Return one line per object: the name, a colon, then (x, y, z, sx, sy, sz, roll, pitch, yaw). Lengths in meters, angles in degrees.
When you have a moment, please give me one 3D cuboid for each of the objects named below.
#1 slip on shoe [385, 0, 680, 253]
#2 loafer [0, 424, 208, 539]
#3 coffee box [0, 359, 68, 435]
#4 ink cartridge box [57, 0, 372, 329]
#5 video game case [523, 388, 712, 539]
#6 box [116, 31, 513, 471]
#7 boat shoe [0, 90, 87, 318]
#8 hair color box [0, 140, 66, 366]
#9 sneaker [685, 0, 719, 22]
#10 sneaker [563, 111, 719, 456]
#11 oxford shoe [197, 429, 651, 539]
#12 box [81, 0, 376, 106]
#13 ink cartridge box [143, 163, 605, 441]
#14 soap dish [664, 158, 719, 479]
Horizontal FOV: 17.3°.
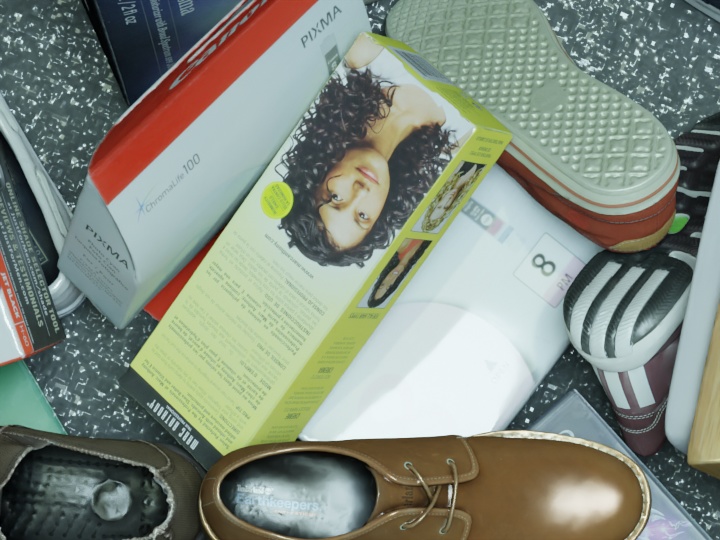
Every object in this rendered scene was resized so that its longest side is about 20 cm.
slip on shoe: (0.077, -0.074, 1.097, 0.074, 0.061, 0.200, -34, 49, -14)
loafer: (-0.164, 0.096, 1.044, 0.198, 0.071, 0.074, -3, 81, -2)
coffee box: (-0.158, 0.152, 1.095, 0.123, 0.044, 0.201, -33, 84, -6)
ink cartridge box: (-0.052, -0.067, 1.017, 0.047, 0.200, 0.160, 44, 69, 1)
video game case: (0.107, 0.172, 1.033, 0.143, 0.019, 0.200, -40, 73, -6)
box: (-0.022, -0.004, 1.061, 0.075, 0.050, 0.201, 40, 105, 21)
boat shoe: (-0.193, -0.066, 1.115, 0.073, 0.065, 0.200, -41, 85, -6)
hair color box: (-0.245, 0.018, 1.070, 0.199, 0.061, 0.102, -19, 92, 13)
sneaker: (0.225, -0.135, 1.098, 0.201, 0.146, 0.077, 29, 80, 1)
sneaker: (0.168, 0.011, 1.119, 0.075, 0.116, 0.200, 14, 45, 40)
oxford shoe: (0.029, 0.102, 1.012, 0.198, 0.071, 0.072, -2, 79, -4)
box: (-0.046, -0.188, 1.066, 0.197, 0.200, 0.124, -24, 79, -5)
ink cartridge box: (0.000, 0.000, 1.121, 0.200, 0.057, 0.163, 38, 83, -1)
soap dish: (0.218, 0.031, 1.048, 0.081, 0.200, 0.159, 8, 80, 35)
